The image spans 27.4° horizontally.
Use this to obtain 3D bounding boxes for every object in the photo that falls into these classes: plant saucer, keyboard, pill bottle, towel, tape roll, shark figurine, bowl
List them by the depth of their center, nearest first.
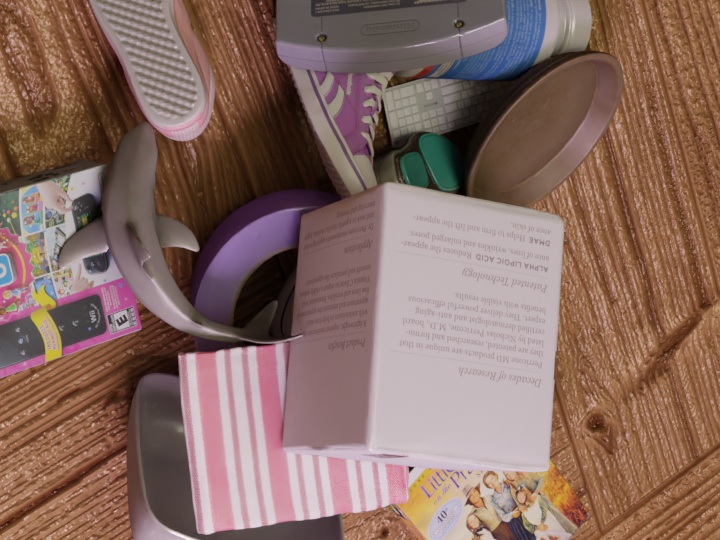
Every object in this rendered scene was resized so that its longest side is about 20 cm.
[{"bbox_3d":[-0.153,0.000,1.178,0.128,0.089,0.215,-38,95,-14],"label":"shark figurine"},{"bbox_3d":[-0.053,0.132,1.222,0.197,0.030,0.149,-4,85,-26],"label":"towel"},{"bbox_3d":[-0.118,0.196,1.285,0.198,0.201,0.075,19,122,-24],"label":"bowl"},{"bbox_3d":[-0.051,0.034,1.308,0.197,0.085,0.203,-2,103,-9],"label":"tape roll"},{"bbox_3d":[0.116,-0.234,1.386,0.198,0.112,0.114,-2,100,-31],"label":"pill bottle"},{"bbox_3d":[0.173,-0.135,1.434,0.199,0.030,0.201,-32,152,-20],"label":"plant saucer"},{"bbox_3d":[0.107,-0.173,1.452,0.198,0.011,0.057,-19,109,-28],"label":"keyboard"}]

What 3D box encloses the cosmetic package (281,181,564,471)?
[{"bbox_3d":[0.047,0.052,1.173,0.163,0.164,0.203,9,80,-25],"label":"cosmetic package"}]

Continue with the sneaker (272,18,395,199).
[{"bbox_3d":[0.004,-0.155,1.282,0.113,0.073,0.203,-18,70,-3],"label":"sneaker"}]

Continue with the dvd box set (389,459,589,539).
[{"bbox_3d":[0.118,0.214,1.379,0.146,0.029,0.201,-46,120,-16],"label":"dvd box set"}]

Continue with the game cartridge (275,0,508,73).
[{"bbox_3d":[0.025,-0.232,1.266,0.197,0.042,0.135,-4,63,6],"label":"game cartridge"}]

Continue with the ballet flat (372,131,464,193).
[{"bbox_3d":[0.042,-0.088,1.374,0.068,0.063,0.200,68,21,-1],"label":"ballet flat"}]

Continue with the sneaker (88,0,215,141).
[{"bbox_3d":[-0.175,-0.200,1.242,0.074,0.105,0.203,-20,80,-1],"label":"sneaker"}]

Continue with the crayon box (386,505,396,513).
[{"bbox_3d":[0.072,0.143,1.426,0.058,0.118,0.203,-7,102,-30],"label":"crayon box"}]

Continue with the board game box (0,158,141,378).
[{"bbox_3d":[-0.292,0.006,1.206,0.198,0.064,0.150,-19,108,-28],"label":"board game box"}]

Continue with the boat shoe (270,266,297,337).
[{"bbox_3d":[0.000,0.000,1.384,0.200,0.067,0.074,-46,119,-17],"label":"boat shoe"}]
